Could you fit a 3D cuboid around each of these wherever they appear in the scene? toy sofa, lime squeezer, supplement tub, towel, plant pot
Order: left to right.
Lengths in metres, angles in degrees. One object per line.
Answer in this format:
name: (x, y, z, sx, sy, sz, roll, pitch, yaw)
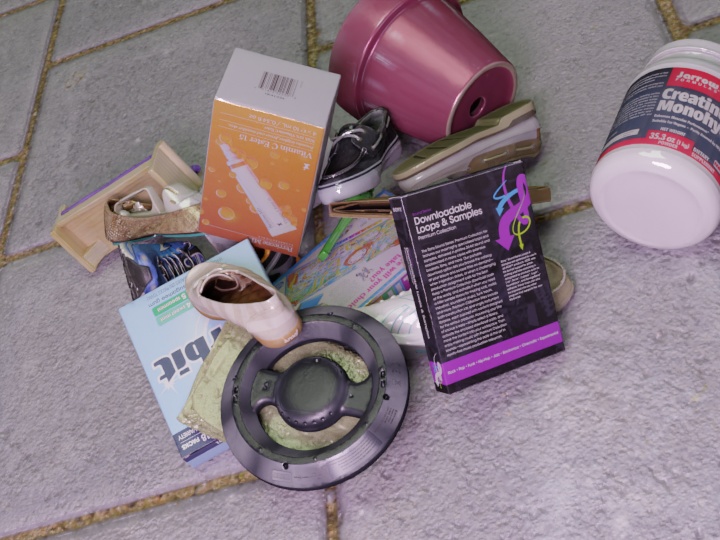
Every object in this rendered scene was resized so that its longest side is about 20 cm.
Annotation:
toy sofa: (-0.307, -0.092, 1.568, 0.199, 0.083, 0.098, -28, 33, 27)
towel: (-0.081, 0.129, 1.244, 0.199, 0.037, 0.149, 20, 71, 20)
lime squeezer: (-0.009, -0.081, 1.433, 0.071, 0.038, 0.200, -61, 9, 29)
plant pot: (0.090, -0.244, 1.487, 0.200, 0.200, 0.179, -42, 59, -16)
supplement tub: (0.337, -0.136, 1.267, 0.140, 0.141, 0.201, 5, 51, 32)

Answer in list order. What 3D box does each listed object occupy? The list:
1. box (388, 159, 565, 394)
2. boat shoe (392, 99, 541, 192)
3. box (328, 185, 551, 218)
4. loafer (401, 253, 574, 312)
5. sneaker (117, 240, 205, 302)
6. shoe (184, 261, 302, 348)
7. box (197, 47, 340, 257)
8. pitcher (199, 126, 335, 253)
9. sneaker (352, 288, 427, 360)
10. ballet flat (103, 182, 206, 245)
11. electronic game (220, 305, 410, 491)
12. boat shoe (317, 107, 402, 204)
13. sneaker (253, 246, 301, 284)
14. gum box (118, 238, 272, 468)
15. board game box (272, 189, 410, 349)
box: (0.117, 0.005, 1.176, 0.142, 0.201, 0.036, -17, 10, -23)
boat shoe: (0.133, -0.131, 1.396, 0.199, 0.069, 0.075, -28, 17, -17)
box: (0.089, -0.075, 1.306, 0.163, 0.021, 0.199, 1, 8, 40)
loafer: (0.132, -0.006, 1.279, 0.199, 0.068, 0.076, 16, 56, 21)
sneaker: (-0.235, -0.007, 1.437, 0.089, 0.079, 0.200, -15, 5, 3)
shoe: (-0.131, 0.022, 1.255, 0.070, 0.054, 0.200, -45, 37, -18)
box: (-0.105, -0.129, 1.334, 0.124, 0.201, 0.098, 14, 46, -1)
pitcher: (-0.118, -0.127, 1.529, 0.199, 0.121, 0.172, -34, 31, 11)
sneaker: (0.058, 0.053, 1.270, 0.199, 0.070, 0.081, 3, 67, 22)
ballet flat: (-0.240, -0.072, 1.448, 0.199, 0.066, 0.070, -6, 17, 29)
electronic game: (-0.047, 0.125, 1.195, 0.199, 0.042, 0.201, -9, 57, 14)
boat shoe: (-0.009, -0.136, 1.381, 0.072, 0.071, 0.200, -13, 19, 22)
sneaker: (-0.163, 0.027, 1.418, 0.200, 0.077, 0.078, -41, 44, -13)
gum box: (-0.155, 0.089, 1.322, 0.169, 0.045, 0.201, -29, 63, -2)
board game box: (0.000, 0.000, 1.389, 0.200, 0.034, 0.134, -40, 43, -14)
